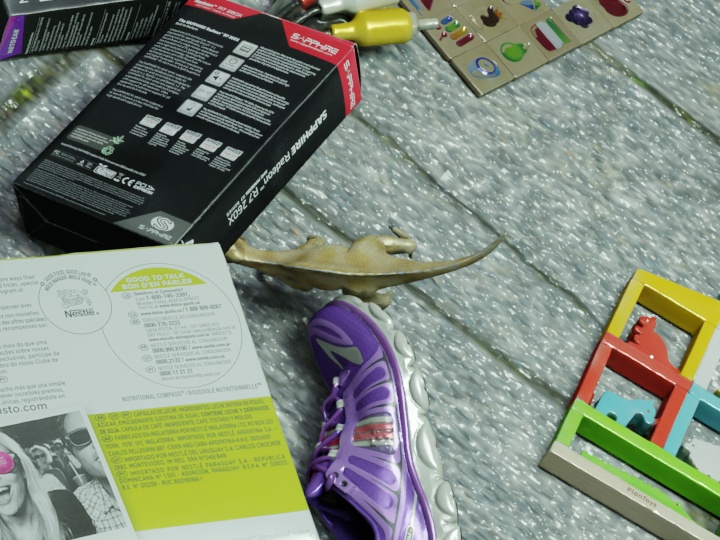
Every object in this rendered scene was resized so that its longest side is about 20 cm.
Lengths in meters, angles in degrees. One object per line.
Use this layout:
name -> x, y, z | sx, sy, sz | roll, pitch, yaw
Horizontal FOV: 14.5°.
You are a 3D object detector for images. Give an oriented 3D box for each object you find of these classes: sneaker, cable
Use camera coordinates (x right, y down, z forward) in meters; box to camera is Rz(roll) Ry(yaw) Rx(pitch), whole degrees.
sneaker -> 0.000, 0.104, 1.675 | 0.083, 0.081, 0.201 | -7, 59, -17
cable -> -0.049, -0.165, 1.856 | 0.199, 0.050, 0.097 | -22, 66, -33

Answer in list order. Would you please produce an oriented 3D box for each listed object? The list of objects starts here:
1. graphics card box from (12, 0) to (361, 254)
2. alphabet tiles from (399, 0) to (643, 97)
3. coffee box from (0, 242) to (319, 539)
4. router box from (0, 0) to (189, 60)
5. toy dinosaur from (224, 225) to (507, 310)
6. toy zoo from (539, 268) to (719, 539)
graphics card box -> -0.103, -0.080, 1.732 | 0.125, 0.051, 0.200 | 21, 52, 26
alphabet tiles -> 0.079, -0.224, 1.980 | 0.167, 0.008, 0.200 | -28, 71, -35
coffee box -> -0.164, 0.123, 1.509 | 0.199, 0.200, 0.198 | -6, 59, -26
router box -> -0.195, -0.238, 1.843 | 0.149, 0.051, 0.201 | -10, 61, -26
toy dinosaur -> 0.000, 0.000, 1.722 | 0.199, 0.101, 0.059 | 3, 90, 16
toy zoo -> 0.207, 0.082, 1.812 | 0.131, 0.020, 0.200 | 30, 50, -1
